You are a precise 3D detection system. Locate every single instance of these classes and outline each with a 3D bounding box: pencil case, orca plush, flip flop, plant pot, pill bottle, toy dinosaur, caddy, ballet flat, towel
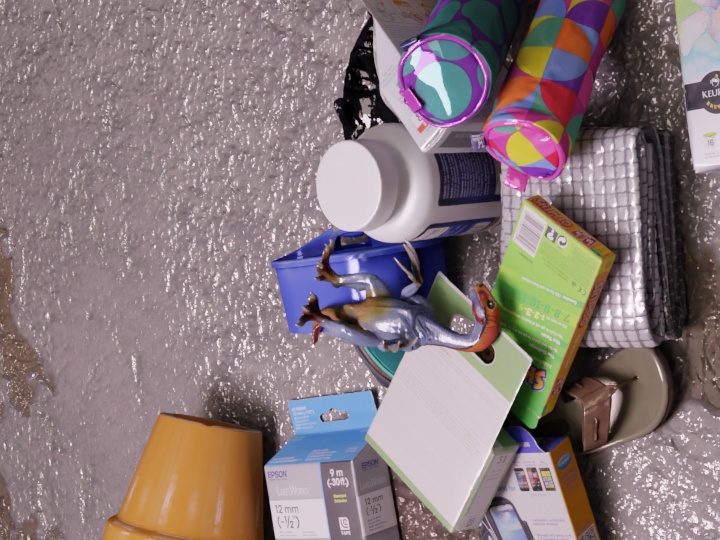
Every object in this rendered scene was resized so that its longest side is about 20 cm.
[{"bbox_3d":[0.090,-0.209,1.227,0.091,0.201,0.086,-16,116,27],"label":"pencil case"},{"bbox_3d":[0.008,-0.178,1.432,0.105,0.071,0.203,21,109,39],"label":"orca plush"},{"bbox_3d":[0.211,0.132,1.293,0.199,0.057,0.082,-31,75,41],"label":"flip flop"},{"bbox_3d":[-0.192,0.267,1.606,0.199,0.199,0.186,7,85,42],"label":"plant pot"},{"bbox_3d":[0.170,-0.173,1.212,0.088,0.088,0.202,0,55,42],"label":"pencil case"},{"bbox_3d":[0.053,-0.085,1.315,0.110,0.199,0.113,6,99,41],"label":"pill bottle"},{"bbox_3d":[0.041,0.035,1.276,0.179,0.200,0.106,20,80,8],"label":"toy dinosaur"},{"bbox_3d":[0.000,0.000,1.416,0.198,0.141,0.107,-6,94,42],"label":"caddy"},{"bbox_3d":[0.068,0.123,1.419,0.199,0.073,0.074,29,114,29],"label":"ballet flat"},{"bbox_3d":[0.210,-0.033,1.260,0.164,0.085,0.203,0,97,44],"label":"towel"}]

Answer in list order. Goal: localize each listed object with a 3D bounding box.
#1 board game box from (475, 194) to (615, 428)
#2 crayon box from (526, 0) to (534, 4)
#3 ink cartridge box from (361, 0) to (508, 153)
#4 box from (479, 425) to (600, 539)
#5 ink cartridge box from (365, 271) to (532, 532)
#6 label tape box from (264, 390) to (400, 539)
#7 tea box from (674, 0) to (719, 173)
[{"bbox_3d":[0.157,0.041,1.241,0.095,0.030,0.202,41,131,31],"label":"board game box"},{"bbox_3d":[0.101,-0.353,1.340,0.199,0.050,0.128,32,115,35],"label":"crayon box"},{"bbox_3d":[0.067,-0.198,1.314,0.201,0.161,0.050,54,125,24],"label":"ink cartridge box"},{"bbox_3d":[0.167,0.238,1.327,0.118,0.041,0.203,-8,102,45],"label":"box"},{"bbox_3d":[0.092,0.123,1.303,0.145,0.048,0.202,44,121,38],"label":"ink cartridge box"},{"bbox_3d":[-0.036,0.243,1.531,0.142,0.066,0.203,-11,89,43],"label":"label tape box"},{"bbox_3d":[0.362,-0.187,1.063,0.198,0.133,0.200,-7,90,43],"label":"tea box"}]
